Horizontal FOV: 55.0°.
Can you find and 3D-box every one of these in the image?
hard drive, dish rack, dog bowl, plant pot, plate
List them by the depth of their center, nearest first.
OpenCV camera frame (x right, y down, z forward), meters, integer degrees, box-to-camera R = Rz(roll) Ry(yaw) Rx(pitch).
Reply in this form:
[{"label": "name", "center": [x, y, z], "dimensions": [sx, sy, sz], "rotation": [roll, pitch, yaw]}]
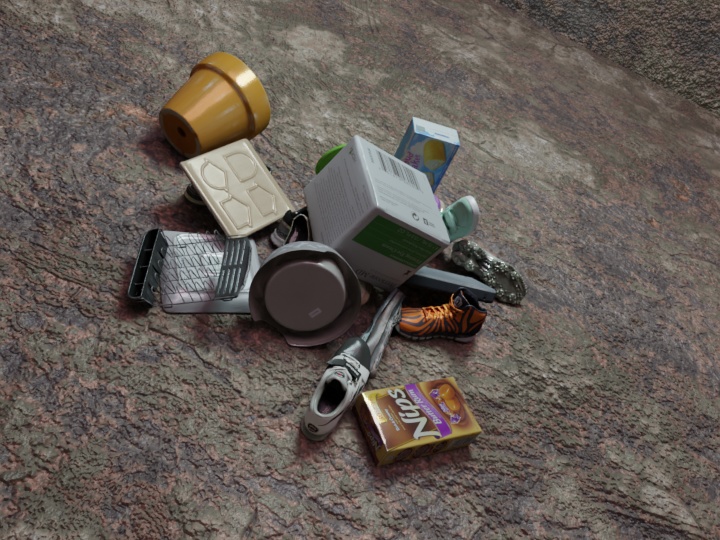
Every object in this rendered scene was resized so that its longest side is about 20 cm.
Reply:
[{"label": "dish rack", "center": [-0.291, -0.008, 1.205], "dimensions": [0.199, 0.055, 0.154], "rotation": [-5, 54, 11]}, {"label": "dog bowl", "center": [-0.099, 0.038, 1.231], "dimensions": [0.200, 0.200, 0.059], "rotation": [14, 28, -14]}, {"label": "plate", "center": [-0.276, -0.006, 1.300], "dimensions": [0.199, 0.032, 0.200], "rotation": [2, 47, -25]}, {"label": "hard drive", "center": [0.163, 0.022, 1.447], "dimensions": [0.199, 0.033, 0.140], "rotation": [13, 8, -15]}, {"label": "plant pot", "center": [-0.331, -0.345, 1.516], "dimensions": [0.200, 0.200, 0.183], "rotation": [36, 57, 11]}]

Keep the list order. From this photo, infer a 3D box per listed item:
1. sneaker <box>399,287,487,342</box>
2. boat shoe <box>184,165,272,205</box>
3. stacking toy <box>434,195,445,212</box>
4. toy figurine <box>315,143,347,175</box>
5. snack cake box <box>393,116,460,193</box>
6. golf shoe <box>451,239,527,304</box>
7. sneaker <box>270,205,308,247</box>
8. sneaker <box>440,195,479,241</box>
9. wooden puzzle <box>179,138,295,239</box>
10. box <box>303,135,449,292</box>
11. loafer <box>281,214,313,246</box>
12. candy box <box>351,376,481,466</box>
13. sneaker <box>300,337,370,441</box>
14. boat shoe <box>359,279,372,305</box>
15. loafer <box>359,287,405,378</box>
[{"label": "sneaker", "center": [0.160, 0.079, 1.375], "dimensions": [0.199, 0.112, 0.078], "rotation": [4, 45, -22]}, {"label": "boat shoe", "center": [-0.276, -0.189, 1.462], "dimensions": [0.200, 0.066, 0.072], "rotation": [-15, 55, -38]}, {"label": "stacking toy", "center": [0.111, -0.179, 1.567], "dimensions": [0.200, 0.085, 0.086], "rotation": [43, 27, -40]}, {"label": "toy figurine", "center": [0.009, -0.164, 1.569], "dimensions": [0.200, 0.150, 0.185], "rotation": [15, 50, -51]}, {"label": "snack cake box", "center": [0.139, -0.252, 1.639], "dimensions": [0.115, 0.200, 0.067], "rotation": [12, 43, -15]}, {"label": "golf shoe", "center": [0.292, -0.006, 1.565], "dimensions": [0.200, 0.078, 0.097], "rotation": [40, 12, -7]}, {"label": "sneaker", "center": [-0.085, -0.091, 1.442], "dimensions": [0.199, 0.088, 0.074], "rotation": [-3, 45, -30]}, {"label": "sneaker", "center": [0.171, -0.091, 1.506], "dimensions": [0.118, 0.200, 0.074], "rotation": [-14, 73, -28]}, {"label": "wooden puzzle", "center": [-0.249, -0.159, 1.394], "dimensions": [0.185, 0.046, 0.200], "rotation": [56, 42, 0]}, {"label": "box", "center": [0.026, -0.104, 1.323], "dimensions": [0.199, 0.171, 0.200], "rotation": [23, 40, -38]}, {"label": "loafer", "center": [-0.132, -0.022, 1.317], "dimensions": [0.075, 0.070, 0.201], "rotation": [3, 63, 18]}, {"label": "candy box", "center": [0.098, 0.259, 1.202], "dimensions": [0.199, 0.057, 0.117], "rotation": [-5, 51, -29]}, {"label": "sneaker", "center": [-0.029, 0.184, 1.156], "dimensions": [0.074, 0.089, 0.200], "rotation": [25, 54, 3]}, {"label": "boat shoe", "center": [0.000, 0.000, 1.418], "dimensions": [0.065, 0.072, 0.200], "rotation": [55, 22, -22]}, {"label": "loafer", "center": [0.041, 0.120, 1.299], "dimensions": [0.063, 0.072, 0.200], "rotation": [32, 55, 5]}]
